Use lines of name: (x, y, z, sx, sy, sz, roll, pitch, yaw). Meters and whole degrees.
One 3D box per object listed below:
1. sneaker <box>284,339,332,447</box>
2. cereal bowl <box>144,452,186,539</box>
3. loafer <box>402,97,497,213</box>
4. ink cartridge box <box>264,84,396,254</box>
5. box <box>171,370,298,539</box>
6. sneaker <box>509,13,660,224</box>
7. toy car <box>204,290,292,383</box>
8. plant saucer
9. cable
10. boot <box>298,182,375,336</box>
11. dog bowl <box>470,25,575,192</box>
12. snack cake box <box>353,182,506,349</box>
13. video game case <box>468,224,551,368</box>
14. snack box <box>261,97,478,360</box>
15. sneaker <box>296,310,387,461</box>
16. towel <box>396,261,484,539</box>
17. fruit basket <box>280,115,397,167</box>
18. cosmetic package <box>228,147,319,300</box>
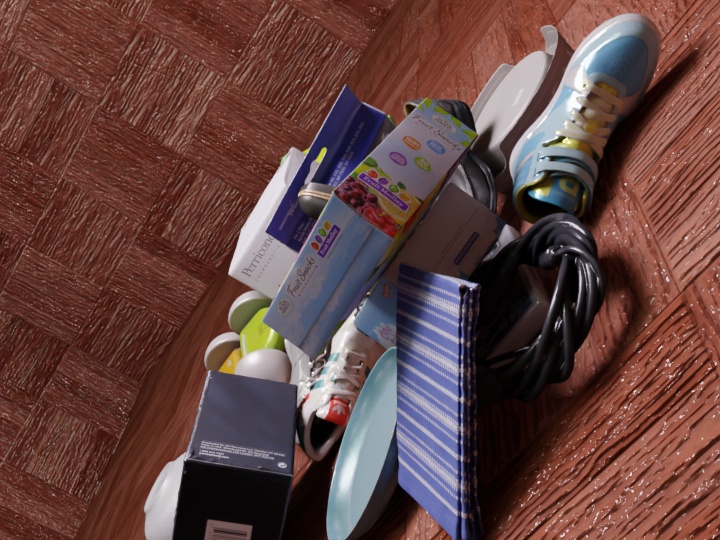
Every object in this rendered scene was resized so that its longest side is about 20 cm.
sneaker: (-0.059, 0.135, 1.159, 0.092, 0.075, 0.202, -149, 65, -64)
cereal bowl: (-0.324, 0.401, 1.571, 0.201, 0.083, 0.200, -55, 14, 20)
loafer: (0.092, -0.105, 0.957, 0.073, 0.072, 0.201, -56, 37, 43)
ink cartridge box: (-0.010, -0.093, 1.091, 0.199, 0.047, 0.200, -62, -27, -4)
box: (-0.145, 0.255, 1.033, 0.199, 0.122, 0.202, -98, 19, -68)
sneaker: (0.202, -0.120, 0.790, 0.131, 0.079, 0.201, -74, 10, -52)
toy car: (-0.134, 0.144, 1.296, 0.201, 0.149, 0.176, -57, 31, 29)
plant saucer: (0.014, 0.175, 0.882, 0.200, 0.027, 0.202, -159, 90, -81)
cable: (0.134, 0.031, 0.715, 0.200, 0.051, 0.164, -42, 21, 55)
boot: (0.000, 0.000, 1.006, 0.139, 0.199, 0.077, -65, 11, -7)
dog bowl: (0.182, -0.179, 1.019, 0.201, 0.058, 0.200, -55, 15, 22)
snack cake box: (0.062, 0.007, 0.882, 0.115, 0.067, 0.200, -54, -3, -17)
video game case: (0.102, 0.069, 0.861, 0.200, 0.023, 0.183, -54, 14, 19)
snack box: (0.010, -0.040, 0.799, 0.200, 0.068, 0.169, -49, -6, -49)
sneaker: (-0.017, 0.138, 1.055, 0.201, 0.070, 0.093, -61, 15, 15)
towel: (0.061, 0.100, 0.712, 0.145, 0.024, 0.202, -161, 70, -71)
fruit basket: (-0.028, -0.157, 1.435, 0.215, 0.215, 0.156, -40, 23, 53)
cosmetic package: (-0.062, -0.042, 1.304, 0.165, 0.199, 0.165, -55, 15, 21)
